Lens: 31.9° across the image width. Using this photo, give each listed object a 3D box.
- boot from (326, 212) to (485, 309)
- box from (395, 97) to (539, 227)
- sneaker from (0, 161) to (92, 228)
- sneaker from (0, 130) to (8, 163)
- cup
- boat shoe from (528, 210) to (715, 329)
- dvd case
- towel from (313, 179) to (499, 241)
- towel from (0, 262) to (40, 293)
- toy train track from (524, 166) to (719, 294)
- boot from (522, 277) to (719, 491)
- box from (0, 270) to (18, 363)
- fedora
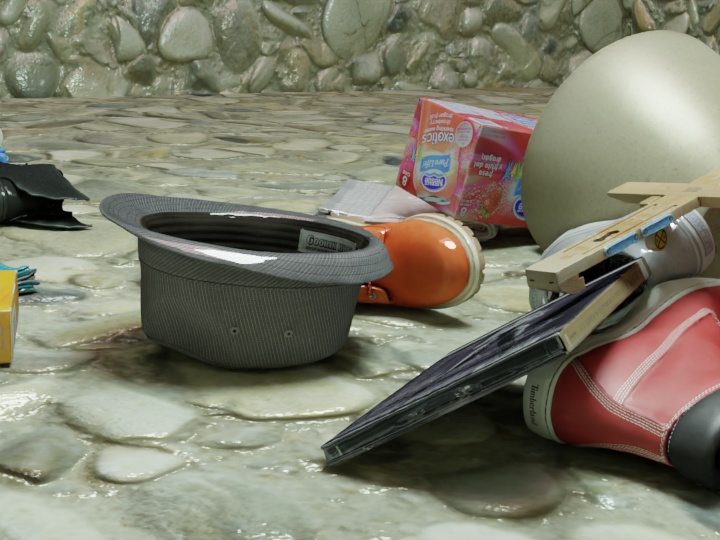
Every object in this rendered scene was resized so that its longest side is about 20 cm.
[{"bbox_3d":[0.000,0.000,0.973,0.199,0.076,0.107,2,12,44],"label":"boot"},{"bbox_3d":[0.147,-0.104,1.261,0.198,0.096,0.102,4,20,-39],"label":"box"},{"bbox_3d":[-0.358,-0.084,1.315,0.103,0.061,0.199,-6,20,-28],"label":"sneaker"},{"bbox_3d":[-0.451,-0.127,1.490,0.104,0.077,0.200,16,22,8],"label":"sneaker"},{"bbox_3d":[0.238,-0.057,0.926,0.198,0.202,0.143,-4,29,-25],"label":"cup"},{"bbox_3d":[0.161,0.010,0.865,0.068,0.073,0.200,-30,5,-25],"label":"boat shoe"},{"bbox_3d":[0.078,0.048,0.709,0.148,0.016,0.200,-29,-1,26],"label":"dvd case"},{"bbox_3d":[0.059,-0.066,1.351,0.189,0.033,0.200,4,14,9],"label":"towel"},{"bbox_3d":[-0.374,-0.001,1.022,0.146,0.022,0.199,-10,17,-44],"label":"towel"},{"bbox_3d":[0.172,-0.019,0.734,0.199,0.033,0.114,-24,19,-36],"label":"toy train track"},{"bbox_3d":[0.207,0.064,0.712,0.143,0.073,0.199,14,26,42],"label":"boot"},{"bbox_3d":[-0.331,0.033,0.839,0.198,0.042,0.119,-4,14,-12],"label":"box"},{"bbox_3d":[-0.080,0.011,0.847,0.198,0.091,0.177,5,13,-17],"label":"fedora"}]
